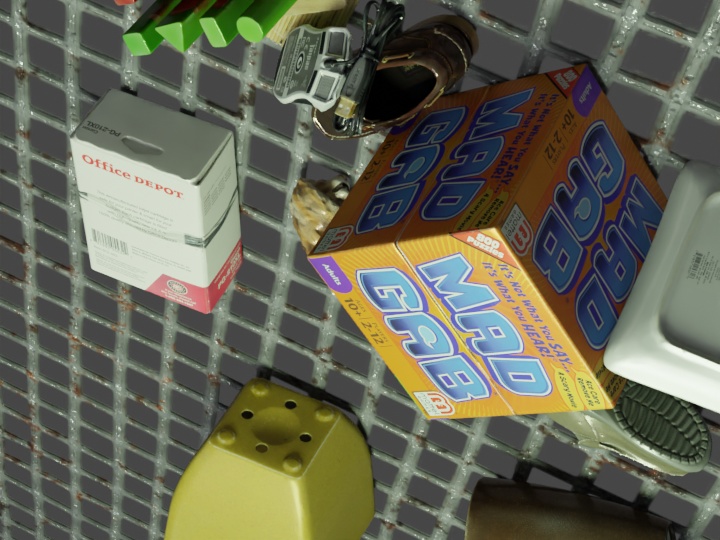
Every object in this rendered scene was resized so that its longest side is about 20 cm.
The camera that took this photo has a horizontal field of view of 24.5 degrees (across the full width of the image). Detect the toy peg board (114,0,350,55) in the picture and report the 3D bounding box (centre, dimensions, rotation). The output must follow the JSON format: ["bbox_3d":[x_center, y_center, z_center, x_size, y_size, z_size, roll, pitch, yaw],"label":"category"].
[{"bbox_3d":[-0.141,-0.272,1.355,0.199,0.098,0.200,0,130,38],"label":"toy peg board"}]

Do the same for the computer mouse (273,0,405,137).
[{"bbox_3d":[-0.020,-0.169,1.369,0.044,0.110,0.200,14,-177,-22],"label":"computer mouse"}]

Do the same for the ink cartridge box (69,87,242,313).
[{"bbox_3d":[-0.201,-0.069,1.658,0.144,0.084,0.200,20,143,15],"label":"ink cartridge box"}]

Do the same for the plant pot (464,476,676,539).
[{"bbox_3d":[0.227,0.309,1.735,0.199,0.187,0.187,-4,133,18],"label":"plant pot"}]

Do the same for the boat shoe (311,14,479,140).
[{"bbox_3d":[0.016,-0.156,1.417,0.070,0.070,0.200,43,143,-14],"label":"boat shoe"}]

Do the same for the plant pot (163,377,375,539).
[{"bbox_3d":[-0.100,0.240,1.862,0.193,0.196,0.201,20,136,15],"label":"plant pot"}]

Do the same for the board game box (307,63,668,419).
[{"bbox_3d":[0.120,-0.019,1.389,0.199,0.200,0.200,-9,128,42],"label":"board game box"}]

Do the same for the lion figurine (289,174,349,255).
[{"bbox_3d":[0.000,0.000,1.604,0.122,0.072,0.200,45,168,45],"label":"lion figurine"}]

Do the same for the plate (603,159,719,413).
[{"bbox_3d":[0.316,0.021,1.298,0.199,0.200,0.032,21,161,14],"label":"plate"}]

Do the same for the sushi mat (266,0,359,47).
[{"bbox_3d":[-0.039,-0.254,1.389,0.095,0.012,0.200,32,143,0],"label":"sushi mat"}]

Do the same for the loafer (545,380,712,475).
[{"bbox_3d":[0.246,0.138,1.599,0.200,0.075,0.070,30,150,18],"label":"loafer"}]
